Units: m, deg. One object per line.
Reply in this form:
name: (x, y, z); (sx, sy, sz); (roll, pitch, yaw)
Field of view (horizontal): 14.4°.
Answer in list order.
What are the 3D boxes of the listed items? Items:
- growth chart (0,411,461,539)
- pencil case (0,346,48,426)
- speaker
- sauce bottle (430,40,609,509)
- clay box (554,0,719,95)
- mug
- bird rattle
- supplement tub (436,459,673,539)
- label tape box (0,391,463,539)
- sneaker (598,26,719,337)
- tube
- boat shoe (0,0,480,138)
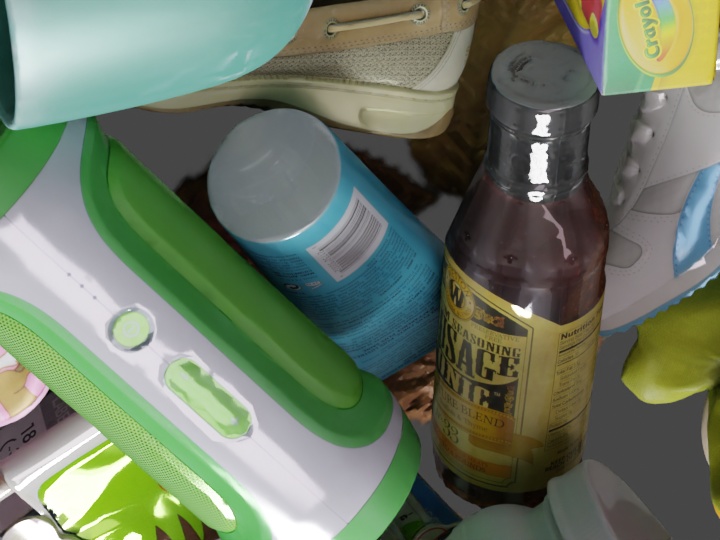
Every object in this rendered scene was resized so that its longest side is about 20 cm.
growth chart: (-0.046, 0.106, 1.116); (0.145, 0.018, 0.200); (-40, 123, 12)
pencil case: (-0.188, -0.024, 1.024); (0.087, 0.083, 0.200); (-44, 123, 7)
speaker: (-0.071, 0.022, 0.998); (0.088, 0.089, 0.200); (-41, 114, 14)
sauce bottle: (0.061, 0.003, 1.077); (0.066, 0.066, 0.201); (-8, 131, -10)
clay box: (0.092, -0.176, 0.975); (0.047, 0.115, 0.201); (-7, 125, -8)
mug: (-0.075, -0.146, 0.902); (0.114, 0.152, 0.186); (-12, 108, -12)
bird rattle: (0.208, 0.036, 1.190); (0.199, 0.113, 0.164); (-21, 140, -16)
supplement tub: (0.043, 0.180, 1.091); (0.200, 0.141, 0.140); (-36, 125, 11)
label tape box: (-0.077, 0.107, 1.157); (0.200, 0.063, 0.144); (-37, 126, 9)
sneaker: (0.135, -0.058, 1.104); (0.081, 0.077, 0.200); (38, 113, -9)
tube: (0.000, 0.000, 1.083); (0.077, 0.051, 0.200); (-25, 154, 8)
boat shoe: (-0.050, -0.094, 1.023); (0.199, 0.073, 0.063); (8, 113, -23)
